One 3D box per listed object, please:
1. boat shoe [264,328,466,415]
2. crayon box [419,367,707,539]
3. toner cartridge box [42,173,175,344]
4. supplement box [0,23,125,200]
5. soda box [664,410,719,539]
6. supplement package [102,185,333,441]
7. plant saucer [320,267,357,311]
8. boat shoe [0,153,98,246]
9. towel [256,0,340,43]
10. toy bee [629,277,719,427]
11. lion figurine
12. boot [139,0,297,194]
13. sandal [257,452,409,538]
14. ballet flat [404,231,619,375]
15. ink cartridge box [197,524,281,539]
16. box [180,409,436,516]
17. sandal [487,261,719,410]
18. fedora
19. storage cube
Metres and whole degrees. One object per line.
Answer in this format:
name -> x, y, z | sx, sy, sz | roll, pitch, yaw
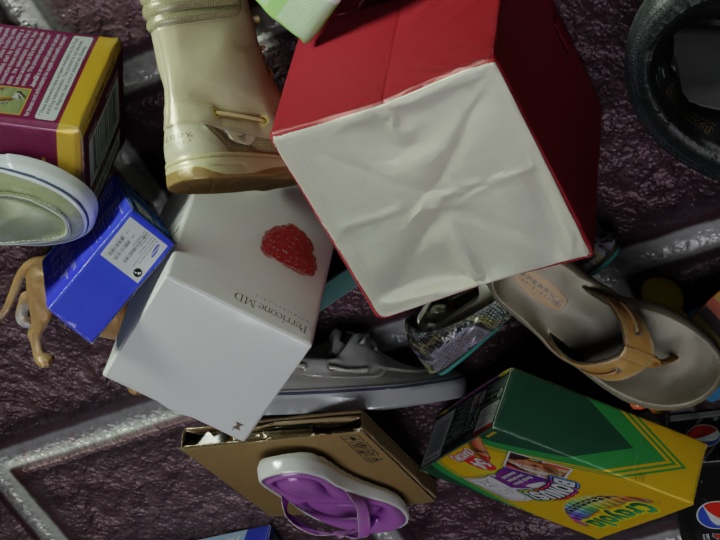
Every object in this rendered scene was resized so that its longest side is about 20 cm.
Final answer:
boat shoe -> -0.009, 0.083, 1.496 | 0.199, 0.071, 0.070 | -2, 85, -10
crayon box -> 0.161, 0.154, 1.476 | 0.172, 0.058, 0.200 | 23, 160, -8
toner cartridge box -> -0.192, -0.013, 1.354 | 0.043, 0.200, 0.095 | 41, 91, -15
supplement box -> -0.288, -0.112, 1.348 | 0.199, 0.131, 0.103 | 8, 130, 4
soda box -> 0.311, 0.214, 1.553 | 0.071, 0.063, 0.200 | -8, 127, 14
supplement package -> -0.098, 0.004, 1.365 | 0.121, 0.200, 0.120 | 26, 128, -13
plant saucer -> 0.000, 0.000, 1.435 | 0.200, 0.070, 0.019 | -33, 92, 31
boat shoe -> -0.289, -0.043, 1.280 | 0.199, 0.062, 0.072 | 7, 131, 2
towel -> -0.039, -0.269, 1.204 | 0.149, 0.031, 0.200 | 43, 124, 9
toy bee -> 0.259, 0.079, 1.411 | 0.131, 0.109, 0.200 | 33, 116, 34
lion figurine -> -0.219, 0.027, 1.488 | 0.199, 0.073, 0.123 | 12, 127, 3
boot -> -0.076, -0.138, 1.317 | 0.073, 0.200, 0.156 | -15, 85, 41
sandal -> -0.028, 0.205, 1.537 | 0.082, 0.050, 0.203 | -13, 152, 28
ballet flat -> 0.110, 0.012, 1.425 | 0.200, 0.072, 0.072 | -36, 116, 30
ink cartridge box -> -0.123, 0.321, 1.707 | 0.200, 0.076, 0.137 | -15, 125, 18
box -> -0.041, 0.169, 1.546 | 0.163, 0.021, 0.200 | -8, 154, 18
sandal -> 0.180, 0.044, 1.351 | 0.200, 0.054, 0.080 | 33, 103, -4
fedora -> 0.286, -0.150, 1.244 | 0.200, 0.092, 0.201 | 9, 128, 12
storage cube -> 0.062, -0.102, 1.267 | 0.171, 0.180, 0.200 | -17, 123, 21
